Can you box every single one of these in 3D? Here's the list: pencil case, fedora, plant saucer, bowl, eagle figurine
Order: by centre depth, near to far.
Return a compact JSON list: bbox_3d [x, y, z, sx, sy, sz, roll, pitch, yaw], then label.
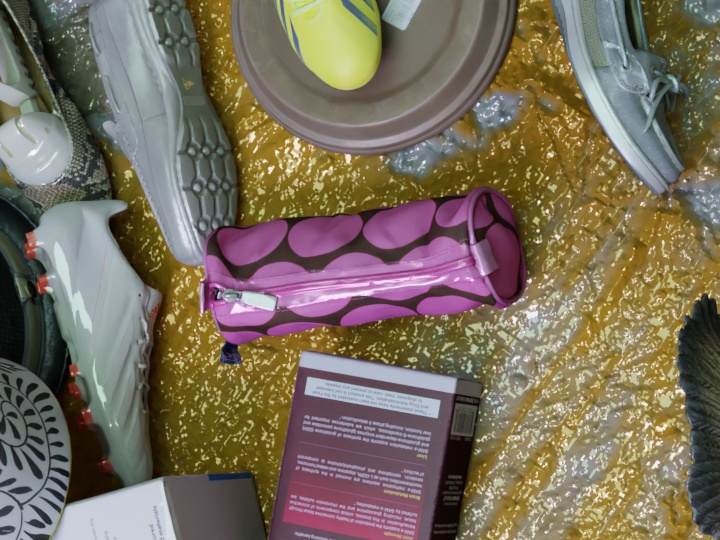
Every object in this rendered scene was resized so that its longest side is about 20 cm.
[{"bbox_3d":[0.237,0.127,1.130,0.151,0.152,0.200,23,98,40],"label":"eagle figurine"},{"bbox_3d":[-0.285,0.120,1.188,0.200,0.094,0.201,-13,55,20],"label":"bowl"},{"bbox_3d":[0.000,0.000,1.238,0.200,0.094,0.091,-10,86,17],"label":"pencil case"},{"bbox_3d":[0.004,-0.176,1.290,0.200,0.029,0.200,-2,83,18],"label":"plant saucer"},{"bbox_3d":[-0.295,0.037,1.334,0.200,0.092,0.201,-2,84,19],"label":"fedora"}]

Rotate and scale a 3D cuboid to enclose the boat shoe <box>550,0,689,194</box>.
[{"bbox_3d":[0.162,-0.145,1.210,0.065,0.074,0.202,-22,70,17],"label":"boat shoe"}]

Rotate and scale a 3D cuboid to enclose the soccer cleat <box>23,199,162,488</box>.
[{"bbox_3d":[-0.162,0.048,1.304,0.077,0.069,0.200,-16,86,-15],"label":"soccer cleat"}]

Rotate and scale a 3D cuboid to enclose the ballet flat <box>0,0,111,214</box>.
[{"bbox_3d":[-0.235,-0.117,1.339,0.068,0.075,0.200,-28,77,13],"label":"ballet flat"}]

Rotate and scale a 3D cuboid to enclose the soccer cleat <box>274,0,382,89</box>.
[{"bbox_3d":[-0.041,-0.209,1.248,0.065,0.084,0.200,-20,79,15],"label":"soccer cleat"}]

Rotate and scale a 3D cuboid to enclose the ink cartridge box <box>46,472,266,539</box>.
[{"bbox_3d":[-0.175,0.192,1.251,0.200,0.146,0.084,-18,81,17],"label":"ink cartridge box"}]

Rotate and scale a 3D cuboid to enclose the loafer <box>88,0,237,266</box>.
[{"bbox_3d":[-0.134,-0.096,1.313,0.070,0.070,0.200,-20,79,34],"label":"loafer"}]

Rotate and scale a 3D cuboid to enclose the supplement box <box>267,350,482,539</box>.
[{"bbox_3d":[0.004,0.158,1.238,0.109,0.061,0.200,9,87,20],"label":"supplement box"}]
